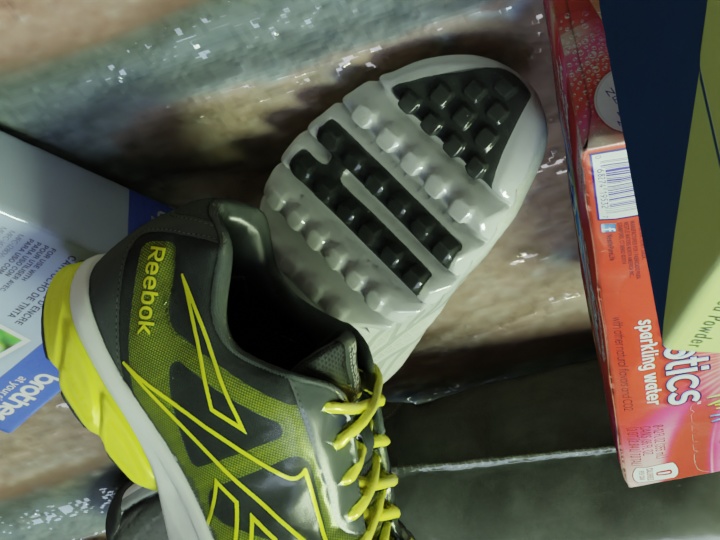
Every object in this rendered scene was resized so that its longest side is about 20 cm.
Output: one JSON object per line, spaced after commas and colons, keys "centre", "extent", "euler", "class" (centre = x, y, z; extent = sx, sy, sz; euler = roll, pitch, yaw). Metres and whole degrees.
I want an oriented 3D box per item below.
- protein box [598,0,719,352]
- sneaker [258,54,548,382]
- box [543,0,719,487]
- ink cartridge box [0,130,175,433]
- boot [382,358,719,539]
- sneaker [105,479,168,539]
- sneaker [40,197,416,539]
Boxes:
{"centre": [0.170, -0.092, 0.480], "extent": [0.198, 0.200, 0.135], "euler": [5, 144, -14], "class": "protein box"}
{"centre": [0.000, 0.000, 0.714], "extent": [0.200, 0.075, 0.081], "euler": [-49, 163, 31], "class": "sneaker"}
{"centre": [0.118, -0.024, 0.659], "extent": [0.099, 0.096, 0.201], "euler": [-10, 145, 5], "class": "box"}
{"centre": [-0.148, -0.002, 0.712], "extent": [0.199, 0.042, 0.119], "euler": [22, 137, -35], "class": "ink cartridge box"}
{"centre": [0.055, 0.108, 0.775], "extent": [0.198, 0.183, 0.073], "euler": [1, 150, 0], "class": "boot"}
{"centre": [-0.011, 0.126, 0.838], "extent": [0.198, 0.116, 0.075], "euler": [-12, 144, 10], "class": "sneaker"}
{"centre": [-0.020, 0.066, 0.655], "extent": [0.084, 0.074, 0.201], "euler": [-37, 93, 29], "class": "sneaker"}
